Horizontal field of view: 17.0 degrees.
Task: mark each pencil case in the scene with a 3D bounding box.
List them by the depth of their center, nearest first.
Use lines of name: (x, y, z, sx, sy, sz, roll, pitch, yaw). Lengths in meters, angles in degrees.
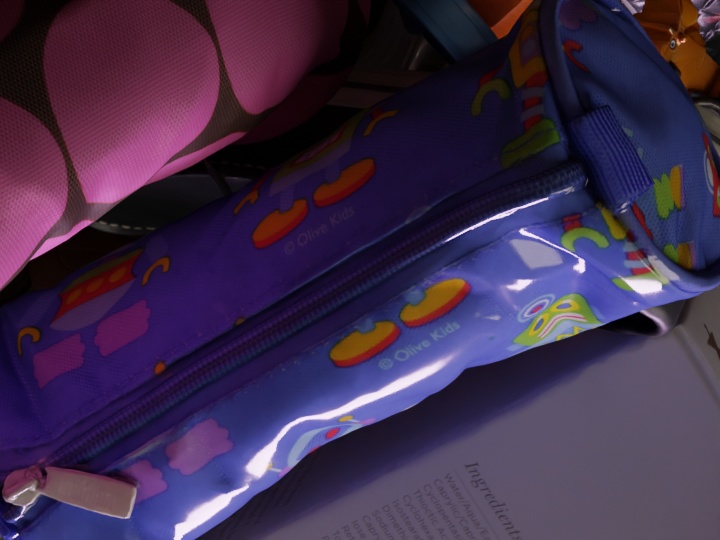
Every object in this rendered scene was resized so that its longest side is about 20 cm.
pencil case: (-0.085, -0.029, 0.519, 0.200, 0.091, 0.094, -35, 161, -41)
pencil case: (-0.010, 0.010, 0.571, 0.200, 0.078, 0.087, -29, -174, 22)

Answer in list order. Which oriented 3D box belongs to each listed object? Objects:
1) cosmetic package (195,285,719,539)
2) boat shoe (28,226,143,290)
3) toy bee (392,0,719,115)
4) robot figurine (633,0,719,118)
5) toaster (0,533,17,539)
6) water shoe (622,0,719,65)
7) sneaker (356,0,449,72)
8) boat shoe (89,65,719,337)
cosmetic package: (0.034, 0.068, 0.711, 0.200, 0.074, 0.102, -28, -169, 24)
boat shoe: (0.000, 0.000, 0.753, 0.199, 0.071, 0.069, -10, 129, -1)
toy bee: (0.021, -0.094, 0.661, 0.131, 0.109, 0.200, -30, 141, -16)
robot figurine: (0.127, -0.042, 0.916, 0.200, 0.145, 0.058, 37, 75, -45)
toaster: (-0.143, 0.085, 0.680, 0.129, 0.114, 0.200, -47, 168, 1)
water shoe: (0.124, -0.136, 0.908, 0.071, 0.079, 0.200, -7, 150, 11)
sneaker: (0.019, -0.050, 0.820, 0.200, 0.075, 0.088, -44, 171, 15)
boat shoe: (0.000, -0.015, 0.646, 0.075, 0.199, 0.062, 44, 53, -63)
